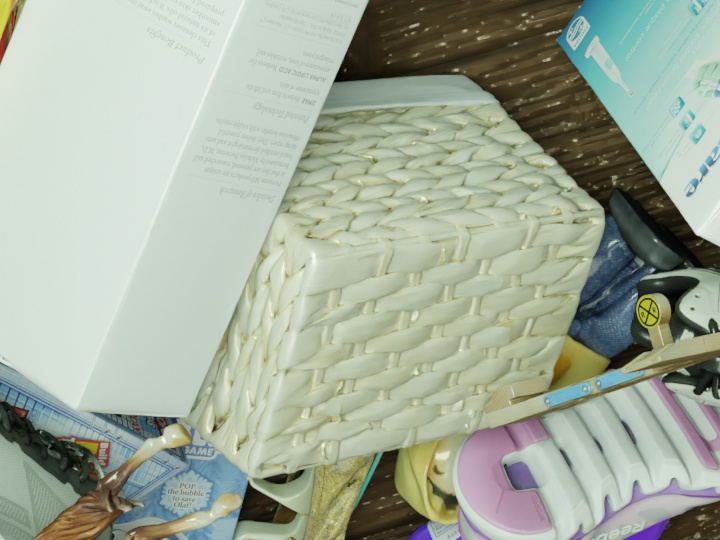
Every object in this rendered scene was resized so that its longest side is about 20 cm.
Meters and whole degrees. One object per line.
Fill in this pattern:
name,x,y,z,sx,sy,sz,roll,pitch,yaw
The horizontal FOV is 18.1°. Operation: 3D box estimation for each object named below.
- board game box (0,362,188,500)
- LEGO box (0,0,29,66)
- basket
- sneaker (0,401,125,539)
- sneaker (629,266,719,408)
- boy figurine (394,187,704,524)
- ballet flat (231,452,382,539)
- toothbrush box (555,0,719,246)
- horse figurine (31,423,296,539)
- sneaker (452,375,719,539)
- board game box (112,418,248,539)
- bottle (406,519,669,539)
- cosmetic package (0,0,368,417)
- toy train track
board game box,-0.194,0.095,1.070,0.199,0.062,0.201,17,113,-22
LEGO box,-0.215,-0.113,0.943,0.148,0.077,0.201,26,114,6
basket,0.000,0.000,1.037,0.199,0.123,0.136,-10,127,-41
sneaker,-0.155,0.091,1.008,0.079,0.074,0.201,-29,129,-9
sneaker,0.183,0.049,1.043,0.087,0.200,0.076,4,103,-13
boy figurine,0.086,0.048,1.167,0.200,0.065,0.124,-44,127,10
ballet flat,-0.033,0.127,1.182,0.070,0.071,0.201,9,112,-20
toothbrush box,0.196,-0.068,1.043,0.146,0.200,0.086,25,112,-26
horse figurine,-0.097,0.143,0.993,0.132,0.050,0.200,-38,144,1
sneaker,0.129,0.104,1.148,0.199,0.081,0.089,-14,149,-22
board game box,-0.160,0.112,1.151,0.198,0.043,0.200,6,117,-18
bottle,0.120,0.127,1.222,0.199,0.065,0.084,-36,128,8
cosmetic package,-0.092,-0.052,0.928,0.081,0.113,0.201,6,113,-55
toy train track,0.125,0.030,0.980,0.114,0.033,0.199,-8,169,-41
